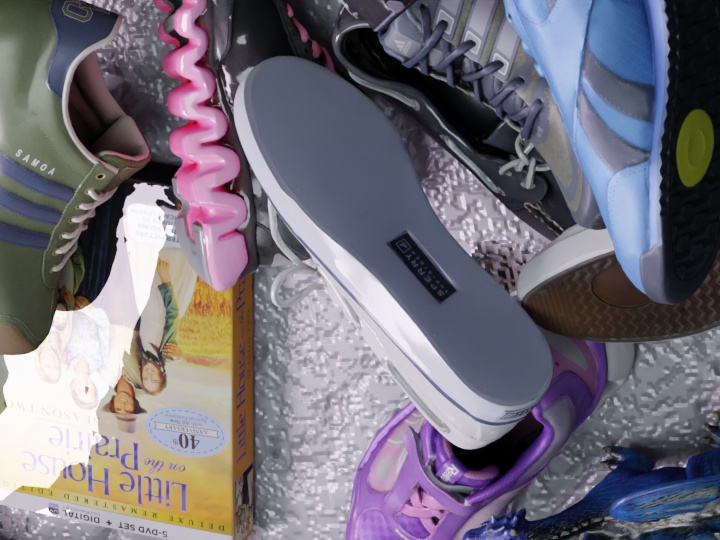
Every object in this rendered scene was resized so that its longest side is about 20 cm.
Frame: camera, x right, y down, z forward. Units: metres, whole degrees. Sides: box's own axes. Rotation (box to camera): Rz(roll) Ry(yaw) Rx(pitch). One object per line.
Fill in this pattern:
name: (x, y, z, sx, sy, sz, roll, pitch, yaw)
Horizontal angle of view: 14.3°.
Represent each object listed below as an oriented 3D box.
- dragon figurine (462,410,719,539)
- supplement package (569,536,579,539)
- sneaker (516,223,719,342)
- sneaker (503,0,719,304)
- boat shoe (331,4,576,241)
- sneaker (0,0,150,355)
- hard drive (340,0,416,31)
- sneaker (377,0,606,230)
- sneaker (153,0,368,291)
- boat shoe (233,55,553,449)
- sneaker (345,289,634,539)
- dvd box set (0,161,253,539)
dragon figurine: (0.150, 0.114, 1.328, 0.200, 0.099, 0.059, -12, 107, 22)
supplement package: (0.105, 0.248, 1.349, 0.152, 0.200, 0.151, 18, 118, 16)
sneaker: (0.161, -0.031, 1.269, 0.200, 0.085, 0.073, -21, 134, 23)
sneaker: (0.094, -0.085, 1.085, 0.078, 0.066, 0.200, 5, 115, 33)
boat shoe: (0.067, -0.058, 1.310, 0.200, 0.063, 0.073, 40, 119, 1)
sneaker: (-0.145, -0.044, 1.372, 0.090, 0.067, 0.200, 1, 122, 6)
hard drive: (-0.010, -0.216, 1.209, 0.200, 0.140, 0.038, 50, 154, -3)
sneaker: (0.054, -0.098, 1.250, 0.200, 0.081, 0.074, 61, 158, 21)
sneaker: (-0.044, -0.093, 1.350, 0.095, 0.079, 0.200, -7, 102, -11)
boat shoe: (0.004, -0.001, 1.306, 0.202, 0.075, 0.086, 50, 144, 10)
sneaker: (0.047, 0.091, 1.372, 0.080, 0.088, 0.200, 38, 123, 2)
dvd box set: (-0.125, 0.038, 1.457, 0.146, 0.029, 0.200, 10, 115, 19)
